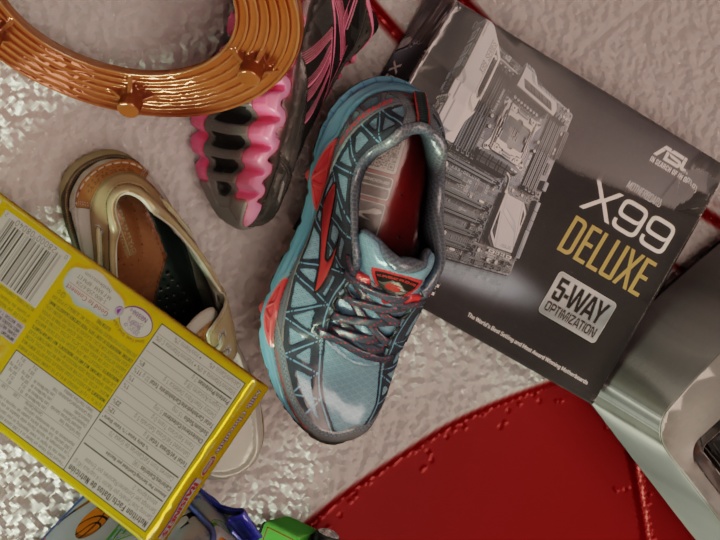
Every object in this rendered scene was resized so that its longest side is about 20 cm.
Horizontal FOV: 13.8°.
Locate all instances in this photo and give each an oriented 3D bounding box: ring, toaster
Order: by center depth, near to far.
[{"bbox_3d":[-0.127,-0.138,1.516,0.200,0.200,0.019,32,53,-23],"label":"ring"},{"bbox_3d":[0.247,0.070,1.722,0.181,0.119,0.200,-41,112,-7],"label":"toaster"}]

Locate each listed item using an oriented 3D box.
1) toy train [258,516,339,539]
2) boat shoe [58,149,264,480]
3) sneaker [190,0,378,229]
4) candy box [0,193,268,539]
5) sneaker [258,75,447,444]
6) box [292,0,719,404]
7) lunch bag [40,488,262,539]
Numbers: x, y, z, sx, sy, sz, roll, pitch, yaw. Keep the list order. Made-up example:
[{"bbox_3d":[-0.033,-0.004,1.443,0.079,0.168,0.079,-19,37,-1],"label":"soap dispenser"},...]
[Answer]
[{"bbox_3d":[-0.061,0.234,1.689,0.056,0.042,0.201,24,100,22],"label":"toy train"},{"bbox_3d":[-0.105,0.033,1.618,0.074,0.068,0.201,-30,111,-10],"label":"boat shoe"},{"bbox_3d":[-0.030,-0.118,1.614,0.095,0.079,0.201,2,107,-40],"label":"sneaker"},{"bbox_3d":[-0.152,0.048,1.557,0.103,0.200,0.026,-56,157,2],"label":"candy box"},{"bbox_3d":[0.000,0.000,1.579,0.079,0.096,0.201,6,101,-18],"label":"sneaker"},{"bbox_3d":[0.086,-0.040,1.676,0.199,0.050,0.158,30,93,-22],"label":"box"},{"bbox_3d":[-0.120,0.182,1.577,0.160,0.200,0.076,-45,113,-4],"label":"lunch bag"}]
